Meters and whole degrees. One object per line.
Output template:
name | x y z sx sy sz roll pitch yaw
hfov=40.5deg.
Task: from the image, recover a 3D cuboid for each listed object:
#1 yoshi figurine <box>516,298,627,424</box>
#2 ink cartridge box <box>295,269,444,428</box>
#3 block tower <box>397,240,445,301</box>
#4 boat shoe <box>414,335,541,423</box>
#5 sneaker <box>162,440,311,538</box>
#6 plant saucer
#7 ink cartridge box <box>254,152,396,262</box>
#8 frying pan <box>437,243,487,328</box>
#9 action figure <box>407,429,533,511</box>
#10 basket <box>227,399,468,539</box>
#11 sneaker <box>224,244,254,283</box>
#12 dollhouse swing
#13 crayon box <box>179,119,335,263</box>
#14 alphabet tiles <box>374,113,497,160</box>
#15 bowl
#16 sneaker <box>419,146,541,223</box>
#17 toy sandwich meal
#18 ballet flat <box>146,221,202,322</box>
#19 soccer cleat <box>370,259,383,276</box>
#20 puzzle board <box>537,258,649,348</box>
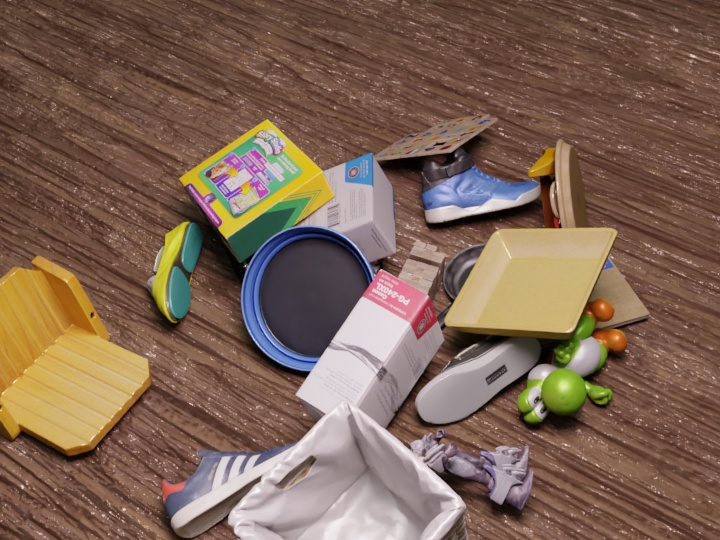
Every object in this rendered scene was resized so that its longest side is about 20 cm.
yoshi figurine | 0.296 0.133 1.325 0.112 0.113 0.200 36 61 19
ink cartridge box | 0.015 0.125 1.264 0.083 0.146 0.201 28 73 24
block tower | 0.071 0.047 1.435 0.053 0.058 0.201 16 50 15
boat shoe | 0.155 0.143 1.346 0.198 0.072 0.064 -27 24 -17
sneaker | -0.159 0.250 1.231 0.198 0.075 0.085 -24 56 -21
plant saucer | 0.242 0.025 1.355 0.198 0.049 0.201 2 44 38
ink cartridge box | -0.053 -0.070 1.470 0.198 0.085 0.147 -19 45 20
frying pan | 0.170 0.039 1.452 0.113 0.031 0.192 5 55 25
action figure | 0.115 0.239 1.232 0.197 0.070 0.130 13 7 -3
basket | -0.007 0.297 1.107 0.198 0.162 0.199 -43 60 -16
sneaker | -0.172 -0.061 1.522 0.089 0.071 0.201 -19 48 -14
dollhouse swing | -0.410 0.114 1.303 0.174 0.183 0.200 8 43 36
crayon box | -0.159 -0.124 1.471 0.172 0.059 0.200 -34 43 -9
alphabet tiles | 0.133 -0.228 1.660 0.165 0.008 0.199 -2 23 39
bowl | -0.069 0.038 1.374 0.197 0.039 0.204 0 90 14
sneaker | 0.192 -0.149 1.572 0.197 0.113 0.077 -12 5 -5
toy sandwich meal | 0.298 -0.105 1.485 0.069 0.206 0.207 -7 44 20
ballet flat | -0.286 0.007 1.474 0.066 0.067 0.202 -13 42 17
soccer cleat | 0.000 0.000 1.481 0.072 0.069 0.202 -15 48 14
puzzle board | 0.311 0.041 1.470 0.197 0.018 0.152 -14 48 -14
